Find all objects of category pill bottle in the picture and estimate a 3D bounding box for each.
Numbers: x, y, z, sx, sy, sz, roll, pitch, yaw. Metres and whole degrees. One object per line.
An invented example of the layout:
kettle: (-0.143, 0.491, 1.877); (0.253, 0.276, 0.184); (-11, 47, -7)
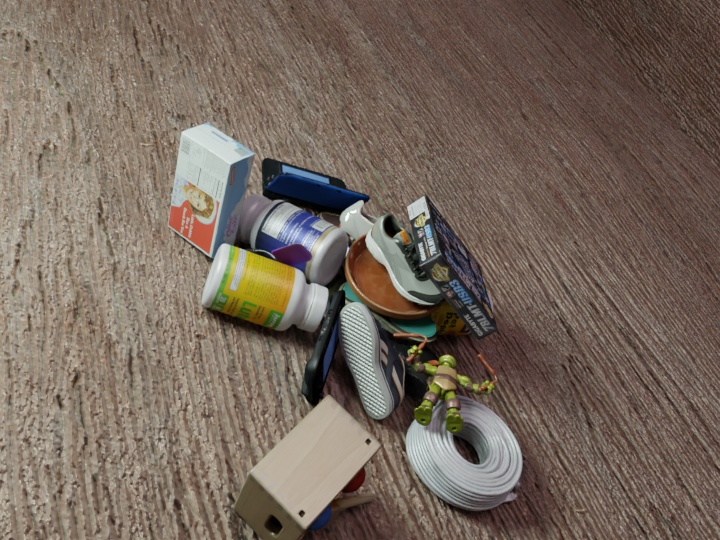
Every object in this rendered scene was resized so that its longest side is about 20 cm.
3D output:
pill bottle: (0.161, 0.072, 1.444); (0.198, 0.110, 0.110); (4, 46, -30)
pill bottle: (-0.161, 0.038, 1.258); (0.198, 0.111, 0.112); (20, 40, -16)
pill bottle: (-0.131, -0.060, 1.355); (0.199, 0.117, 0.116); (27, 36, 19)

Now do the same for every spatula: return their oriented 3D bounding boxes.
spatula: (-0.172, -0.027, 1.293); (0.057, 0.198, 0.021); (44, 56, -47)

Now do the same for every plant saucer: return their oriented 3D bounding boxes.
plant saucer: (0.066, 0.009, 1.349); (0.198, 0.032, 0.202); (9, 47, -10)

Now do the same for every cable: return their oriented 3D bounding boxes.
cable: (0.177, 0.306, 1.241); (0.199, 0.069, 0.201); (-7, 53, -39)

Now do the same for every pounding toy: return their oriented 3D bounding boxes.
pounding toy: (-0.058, 0.300, 1.021); (0.142, 0.201, 0.184); (42, 54, 12)

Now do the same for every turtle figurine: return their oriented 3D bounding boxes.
turtle figurine: (0.131, 0.191, 1.238); (0.198, 0.065, 0.162); (25, 39, -4)

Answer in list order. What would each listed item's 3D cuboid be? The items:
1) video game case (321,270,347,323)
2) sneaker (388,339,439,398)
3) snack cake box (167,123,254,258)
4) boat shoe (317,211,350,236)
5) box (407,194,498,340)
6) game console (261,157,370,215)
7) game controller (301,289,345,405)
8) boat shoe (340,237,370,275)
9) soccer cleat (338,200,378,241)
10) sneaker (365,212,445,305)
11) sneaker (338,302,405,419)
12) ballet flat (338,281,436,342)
video game case: (-0.046, 0.029, 1.419); (0.182, 0.022, 0.200); (37, 40, 4)
sneaker: (0.084, 0.164, 1.340); (0.199, 0.060, 0.104); (38, 33, 8)
snack cake box: (-0.265, -0.139, 1.289); (0.114, 0.201, 0.067); (33, 37, 16)
boat shoe: (0.005, -0.088, 1.534); (0.198, 0.072, 0.073); (21, 39, -14)
box: (0.161, -0.008, 1.299); (0.200, 0.049, 0.199); (48, 22, -30)
game console: (-0.096, -0.192, 1.538); (0.198, 0.119, 0.172); (14, 42, -23)
game controller: (-0.056, 0.126, 1.236); (0.042, 0.105, 0.201); (16, 45, 1)
boat shoe: (0.000, 0.000, 1.398); (0.069, 0.057, 0.200); (-44, 68, -6)
soccer cleat: (0.041, -0.054, 1.478); (0.200, 0.077, 0.069); (44, 12, -19)
sneaker: (0.083, -0.019, 1.304); (0.074, 0.080, 0.200); (-23, 62, -35)
sneaker: (0.022, 0.146, 1.258); (0.079, 0.078, 0.202); (-23, 101, -54)
ballet flat: (0.049, 0.080, 1.348); (0.199, 0.063, 0.068); (28, 57, 9)
